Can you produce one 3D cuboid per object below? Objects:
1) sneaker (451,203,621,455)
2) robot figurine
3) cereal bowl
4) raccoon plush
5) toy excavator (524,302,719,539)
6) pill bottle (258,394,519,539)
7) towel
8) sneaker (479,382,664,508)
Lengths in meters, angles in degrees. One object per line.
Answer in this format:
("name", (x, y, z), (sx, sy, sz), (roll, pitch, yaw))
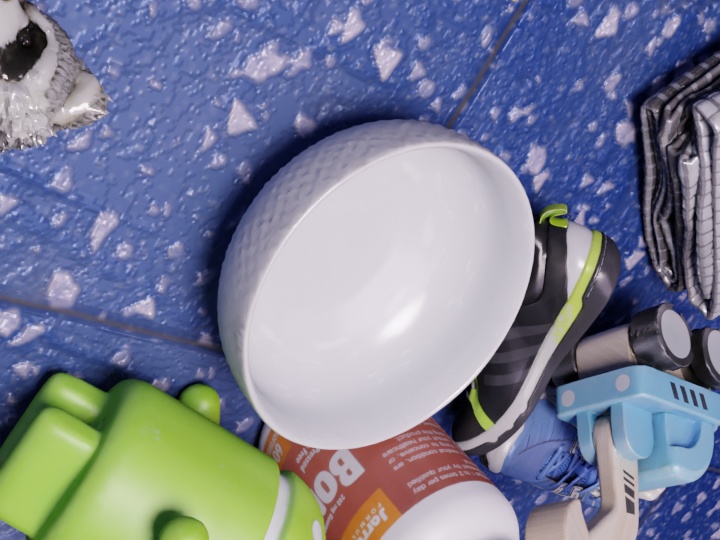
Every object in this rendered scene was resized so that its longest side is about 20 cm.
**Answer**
("sneaker", (0.100, 0.037, 0.903), (0.082, 0.072, 0.201), (26, 117, -7))
("robot figurine", (-0.106, 0.140, 0.735), (0.199, 0.176, 0.116), (33, 103, -15))
("cereal bowl", (0.000, 0.000, 0.763), (0.199, 0.083, 0.201), (-20, 129, -26))
("raccoon plush", (-0.206, -0.051, 0.593), (0.133, 0.097, 0.200), (-15, 160, -46))
("toy excavator", (0.188, 0.129, 0.918), (0.194, 0.202, 0.099), (20, 149, -41))
("pill bottle", (0.027, 0.154, 0.818), (0.111, 0.200, 0.113), (-21, 132, -25))
("towel", (0.279, -0.084, 0.924), (0.165, 0.086, 0.201), (-32, 138, -12))
("sneaker", (0.169, 0.139, 1.004), (0.199, 0.077, 0.076), (8, 117, -46))
